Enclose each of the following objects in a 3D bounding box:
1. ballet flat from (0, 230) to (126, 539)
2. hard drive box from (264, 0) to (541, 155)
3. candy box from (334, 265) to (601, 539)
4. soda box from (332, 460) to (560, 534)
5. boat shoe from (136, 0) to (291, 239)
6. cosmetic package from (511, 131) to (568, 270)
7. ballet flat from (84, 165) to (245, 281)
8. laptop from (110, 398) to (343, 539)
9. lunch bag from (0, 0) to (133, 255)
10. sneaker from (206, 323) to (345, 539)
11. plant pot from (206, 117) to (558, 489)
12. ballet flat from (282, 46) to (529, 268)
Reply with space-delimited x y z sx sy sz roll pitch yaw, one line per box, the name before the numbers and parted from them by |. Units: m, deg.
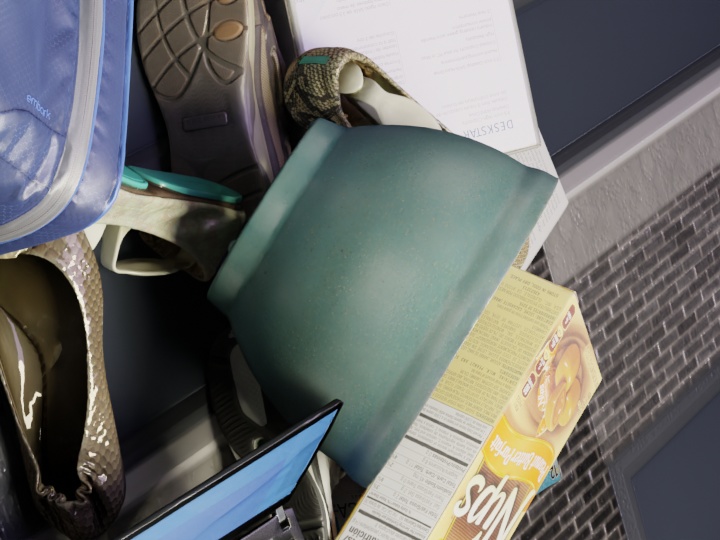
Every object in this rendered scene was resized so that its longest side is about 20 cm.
ballet flat | -0.163 0.045 1.349 0.046 0.067 0.201 -46 127 -71
hard drive box | 0.010 -0.155 1.606 0.155 0.077 0.201 -14 96 -26
candy box | 0.066 0.110 1.536 0.201 0.055 0.116 -59 154 -18
soda box | 0.054 0.131 1.679 0.200 0.063 0.069 -21 100 -58
boat shoe | -0.082 -0.114 1.534 0.073 0.074 0.201 -19 106 -70
cosmetic package | 0.060 -0.031 1.726 0.200 0.071 0.102 -53 126 -51
ballet flat | -0.134 -0.031 1.421 0.200 0.067 0.063 17 98 -50
laptop | -0.066 0.191 1.375 0.177 0.103 0.201 -30 108 -32
lunch bag | -0.190 -0.110 1.281 0.132 0.135 0.201 32 54 -51
sneaker | -0.024 0.129 1.540 0.115 0.075 0.202 8 72 -56
plant pot | 0.000 0.000 1.440 0.134 0.201 0.201 32 42 0
ballet flat | 0.040 -0.059 1.537 0.200 0.075 0.068 41 69 -23
